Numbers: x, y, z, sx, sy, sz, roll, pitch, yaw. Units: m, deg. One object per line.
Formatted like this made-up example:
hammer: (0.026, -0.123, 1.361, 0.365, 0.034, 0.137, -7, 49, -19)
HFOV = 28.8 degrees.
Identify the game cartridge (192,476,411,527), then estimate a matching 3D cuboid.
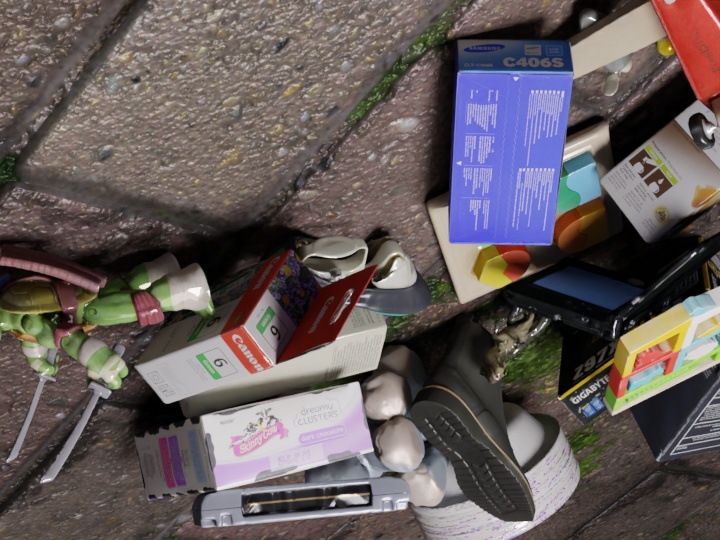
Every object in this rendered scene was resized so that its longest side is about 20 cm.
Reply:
game cartridge: (-0.061, 0.224, 1.360, 0.199, 0.041, 0.133, -3, 168, -12)

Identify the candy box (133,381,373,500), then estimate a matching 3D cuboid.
candy box: (-0.108, 0.169, 1.370, 0.167, 0.072, 0.200, -9, 173, -28)

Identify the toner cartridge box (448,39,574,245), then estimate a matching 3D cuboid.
toner cartridge box: (0.124, -0.105, 1.194, 0.095, 0.043, 0.200, 0, 138, 0)

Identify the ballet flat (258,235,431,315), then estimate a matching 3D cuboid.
ballet flat: (0.000, 0.000, 1.290, 0.199, 0.073, 0.073, 7, 136, -36)

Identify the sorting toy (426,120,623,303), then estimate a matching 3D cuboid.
sorting toy: (0.167, -0.047, 1.361, 0.185, 0.037, 0.200, -25, 148, -1)

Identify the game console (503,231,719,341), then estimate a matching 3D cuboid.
game console: (0.260, -0.011, 1.358, 0.200, 0.175, 0.117, -17, 123, -61)

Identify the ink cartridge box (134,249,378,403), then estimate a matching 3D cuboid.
ink cartridge box: (-0.089, 0.039, 1.187, 0.200, 0.109, 0.050, -22, 115, 36)

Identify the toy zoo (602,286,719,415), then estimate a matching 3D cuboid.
toy zoo: (0.302, 0.070, 1.343, 0.131, 0.021, 0.200, -25, 155, -7)

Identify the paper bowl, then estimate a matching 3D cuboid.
paper bowl: (0.144, 0.228, 1.626, 0.200, 0.105, 0.201, -26, -168, 6)

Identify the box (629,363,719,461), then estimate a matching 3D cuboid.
box: (0.453, 0.118, 1.708, 0.199, 0.124, 0.199, -6, 142, -24)

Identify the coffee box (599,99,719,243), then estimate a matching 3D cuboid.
coffee box: (0.334, -0.118, 1.299, 0.200, 0.080, 0.114, -41, 169, 24)

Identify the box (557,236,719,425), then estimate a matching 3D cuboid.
box: (0.305, 0.064, 1.515, 0.200, 0.160, 0.049, -39, 102, 22)

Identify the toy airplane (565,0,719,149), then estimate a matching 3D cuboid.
toy airplane: (0.267, -0.213, 1.124, 0.199, 0.141, 0.200, 16, 130, 4)

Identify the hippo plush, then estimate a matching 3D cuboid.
hippo plush: (0.011, 0.171, 1.513, 0.160, 0.160, 0.200, -20, -165, 25)

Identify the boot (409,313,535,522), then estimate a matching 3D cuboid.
boot: (0.142, 0.156, 1.478, 0.077, 0.139, 0.200, -10, 127, 35)

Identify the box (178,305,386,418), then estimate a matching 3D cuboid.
box: (-0.080, 0.072, 1.337, 0.199, 0.069, 0.082, -12, 146, -19)

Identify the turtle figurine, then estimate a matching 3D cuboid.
turtle figurine: (-0.219, 0.069, 1.156, 0.193, 0.201, 0.144, -20, 164, -24)

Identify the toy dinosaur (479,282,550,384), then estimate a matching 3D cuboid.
toy dinosaur: (0.179, 0.048, 1.470, 0.200, 0.047, 0.088, -31, 148, -50)
